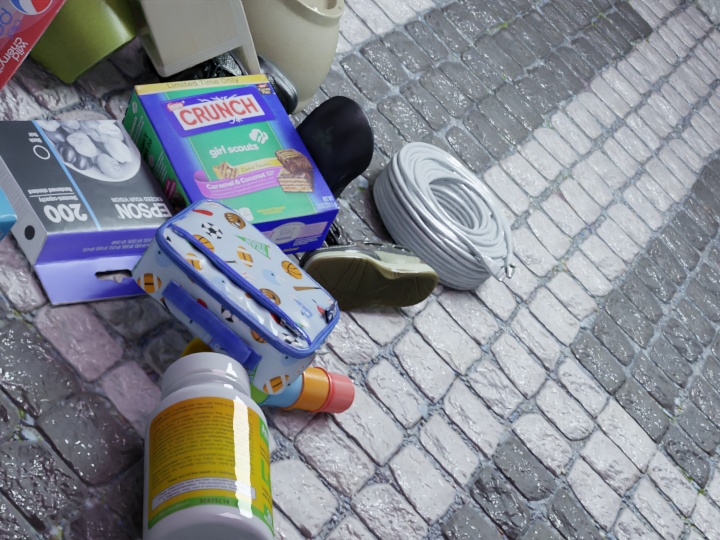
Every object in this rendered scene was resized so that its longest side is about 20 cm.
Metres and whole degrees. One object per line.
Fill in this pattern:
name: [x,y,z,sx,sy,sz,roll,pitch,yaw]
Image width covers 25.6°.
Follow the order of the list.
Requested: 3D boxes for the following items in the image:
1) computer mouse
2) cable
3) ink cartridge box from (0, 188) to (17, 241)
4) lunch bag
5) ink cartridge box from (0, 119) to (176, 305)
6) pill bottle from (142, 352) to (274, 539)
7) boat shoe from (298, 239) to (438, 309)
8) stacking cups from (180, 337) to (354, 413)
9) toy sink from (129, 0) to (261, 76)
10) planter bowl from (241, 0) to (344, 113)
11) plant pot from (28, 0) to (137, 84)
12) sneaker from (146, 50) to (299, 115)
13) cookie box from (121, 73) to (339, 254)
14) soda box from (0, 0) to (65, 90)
computer mouse: [-0.048,-0.113,1.764,0.052,0.200,0.139,-23,71,-36]
cable: [0.107,-0.070,2.006,0.199,0.069,0.201,36,31,-14]
ink cartridge box: [-0.415,-0.047,1.266,0.199,0.147,0.147,-6,57,-54]
lunch bag: [-0.114,0.026,1.515,0.199,0.076,0.160,39,23,3]
ink cartridge box: [-0.269,-0.063,1.566,0.197,0.043,0.201,-7,59,-54]
pill bottle: [-0.133,0.171,1.377,0.110,0.111,0.201,27,35,-28]
boat shoe: [0.001,-0.001,1.799,0.199,0.072,0.066,6,34,-42]
stacking cups: [-0.088,0.114,1.567,0.199,0.060,0.061,19,38,-45]
toy sink: [-0.200,-0.300,1.739,0.201,0.111,0.131,75,-12,-48]
planter bowl: [-0.104,-0.316,1.985,0.199,0.135,0.201,31,32,-22]
plant pot: [-0.330,-0.308,1.683,0.201,0.186,0.187,55,29,-9]
sneaker: [-0.167,-0.222,1.855,0.198,0.076,0.115,32,34,-15]
cookie box: [-0.142,-0.110,1.703,0.170,0.075,0.201,-11,58,-34]
soda box: [-0.343,-0.242,1.550,0.063,0.201,0.070,36,-12,-13]
